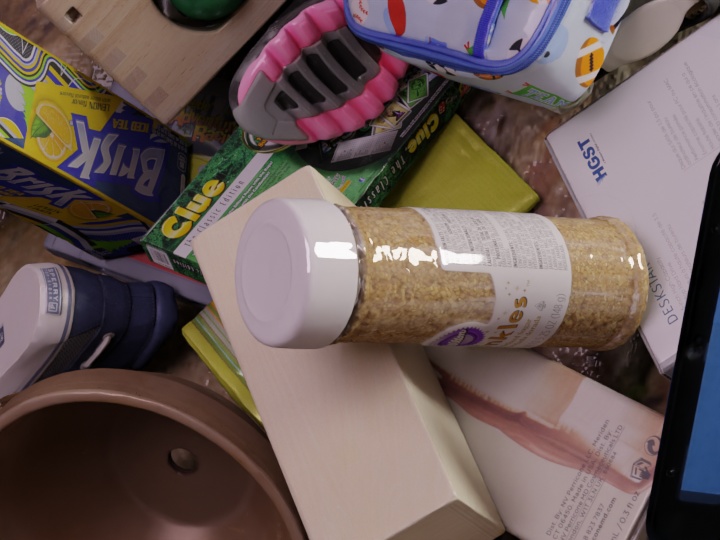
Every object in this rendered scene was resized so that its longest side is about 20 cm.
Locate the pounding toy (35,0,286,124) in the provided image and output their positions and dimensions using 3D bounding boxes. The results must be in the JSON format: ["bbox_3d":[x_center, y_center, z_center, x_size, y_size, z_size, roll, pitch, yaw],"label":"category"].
[{"bbox_3d":[-0.103,-0.206,1.320,0.184,0.142,0.200,-46,20,6],"label":"pounding toy"}]

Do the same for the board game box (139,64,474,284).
[{"bbox_3d":[-0.024,-0.066,1.306,0.104,0.024,0.200,23,62,32],"label":"board game box"}]

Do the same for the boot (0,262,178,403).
[{"bbox_3d":[-0.187,0.058,1.390,0.200,0.090,0.073,-36,53,52],"label":"boot"}]

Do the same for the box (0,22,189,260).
[{"bbox_3d":[-0.178,-0.072,1.305,0.064,0.200,0.070,-10,67,29],"label":"box"}]

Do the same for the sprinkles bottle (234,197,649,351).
[{"bbox_3d":[0.041,0.003,1.098,0.068,0.199,0.069,-4,85,57],"label":"sprinkles bottle"}]

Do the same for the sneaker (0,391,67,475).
[{"bbox_3d":[-0.226,0.147,1.368,0.200,0.090,0.067,-33,35,22],"label":"sneaker"}]

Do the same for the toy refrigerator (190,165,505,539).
[{"bbox_3d":[-0.007,0.056,1.145,0.076,0.070,0.201,-32,59,12],"label":"toy refrigerator"}]

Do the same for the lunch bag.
[{"bbox_3d":[0.087,-0.189,1.188,0.160,0.075,0.201,20,87,45],"label":"lunch bag"}]

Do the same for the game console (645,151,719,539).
[{"bbox_3d":[0.241,0.052,1.035,0.170,0.118,0.201,20,110,36],"label":"game console"}]

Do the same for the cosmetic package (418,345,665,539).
[{"bbox_3d":[0.087,0.089,1.175,0.200,0.103,0.088,26,87,36],"label":"cosmetic package"}]

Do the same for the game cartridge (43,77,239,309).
[{"bbox_3d":[-0.092,-0.047,1.387,0.199,0.041,0.134,17,78,37],"label":"game cartridge"}]

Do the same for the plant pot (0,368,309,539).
[{"bbox_3d":[-0.110,0.127,1.269,0.200,0.201,0.093,-18,21,26],"label":"plant pot"}]

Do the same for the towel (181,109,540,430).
[{"bbox_3d":[0.000,0.000,1.292,0.200,0.018,0.086,-40,59,-4],"label":"towel"}]

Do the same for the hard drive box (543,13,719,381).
[{"bbox_3d":[0.214,-0.052,1.162,0.200,0.077,0.156,-34,57,18],"label":"hard drive box"}]

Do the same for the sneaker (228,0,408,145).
[{"bbox_3d":[-0.009,-0.145,1.318,0.200,0.079,0.095,-45,32,-23],"label":"sneaker"}]

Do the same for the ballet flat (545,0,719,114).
[{"bbox_3d":[0.119,-0.128,1.224,0.200,0.068,0.069,-31,30,46],"label":"ballet flat"}]
